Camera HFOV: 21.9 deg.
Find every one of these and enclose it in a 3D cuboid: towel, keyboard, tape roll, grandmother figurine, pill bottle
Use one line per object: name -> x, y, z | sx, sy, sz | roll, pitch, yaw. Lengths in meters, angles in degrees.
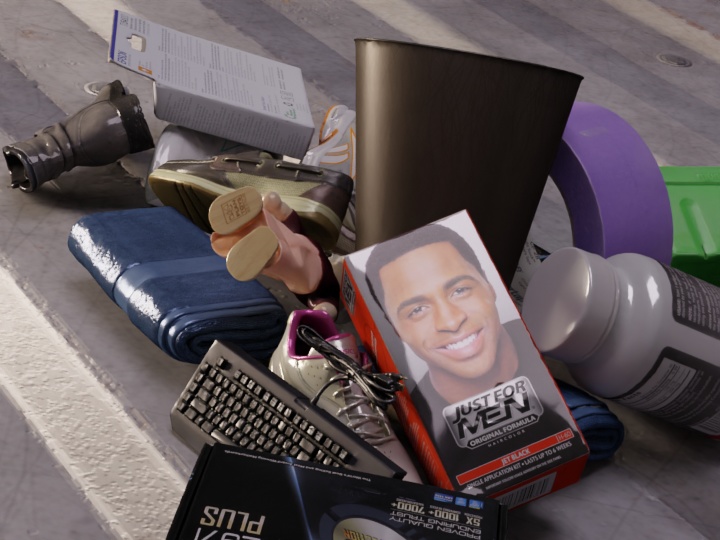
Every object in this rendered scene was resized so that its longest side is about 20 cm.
towel -> -0.146, 0.014, 1.474 | 0.111, 0.049, 0.200 | -5, 29, -34
keyboard -> -0.043, 0.099, 1.278 | 0.199, 0.128, 0.021 | 32, -6, 39
tape roll -> 0.155, -0.035, 1.530 | 0.084, 0.202, 0.200 | -12, 32, -38
towel -> 0.097, 0.086, 1.405 | 0.199, 0.049, 0.111 | 23, 10, 29
grandmother figurine -> -0.049, -0.005, 1.423 | 0.060, 0.122, 0.200 | -21, -24, 16
pill bottle -> 0.223, 0.052, 1.408 | 0.199, 0.111, 0.111 | 21, 17, -29

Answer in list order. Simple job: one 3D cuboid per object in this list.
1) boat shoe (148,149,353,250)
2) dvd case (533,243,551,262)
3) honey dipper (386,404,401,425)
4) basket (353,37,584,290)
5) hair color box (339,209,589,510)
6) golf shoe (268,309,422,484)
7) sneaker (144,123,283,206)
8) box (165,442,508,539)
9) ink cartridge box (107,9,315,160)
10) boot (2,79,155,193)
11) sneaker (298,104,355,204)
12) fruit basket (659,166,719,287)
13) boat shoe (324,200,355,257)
boat shoe -> -0.088, -0.066, 1.546 | 0.200, 0.072, 0.066 | 13, 60, 38
dvd case -> 0.065, -0.035, 1.715 | 0.142, 0.018, 0.200 | -10, 31, -38
honey dipper -> 0.046, 0.116, 1.370 | 0.199, 0.038, 0.038 | 23, 27, 36
basket -> 0.065, -0.064, 1.428 | 0.179, 0.202, 0.136 | 11, 3, 9
hair color box -> 0.069, 0.069, 1.297 | 0.101, 0.061, 0.201 | -21, 66, -12
golf shoe -> -0.014, 0.100, 1.308 | 0.075, 0.092, 0.200 | -4, 29, -31
sneaker -> -0.133, -0.103, 1.726 | 0.080, 0.071, 0.200 | 21, 26, 16
box -> -0.018, 0.194, 1.108 | 0.198, 0.087, 0.164 | 12, 25, 3
ink cartridge box -> -0.146, -0.176, 1.757 | 0.198, 0.041, 0.200 | 18, 19, -12
boot -> -0.267, -0.121, 1.706 | 0.131, 0.070, 0.200 | -22, 7, -10
sneaker -> -0.003, -0.082, 1.683 | 0.091, 0.076, 0.201 | 9, 40, 10
fruit basket -> 0.290, -0.043, 1.690 | 0.214, 0.156, 0.217 | 11, 41, -10
boat shoe -> 0.000, 0.000, 1.558 | 0.200, 0.074, 0.076 | 43, -3, 26
